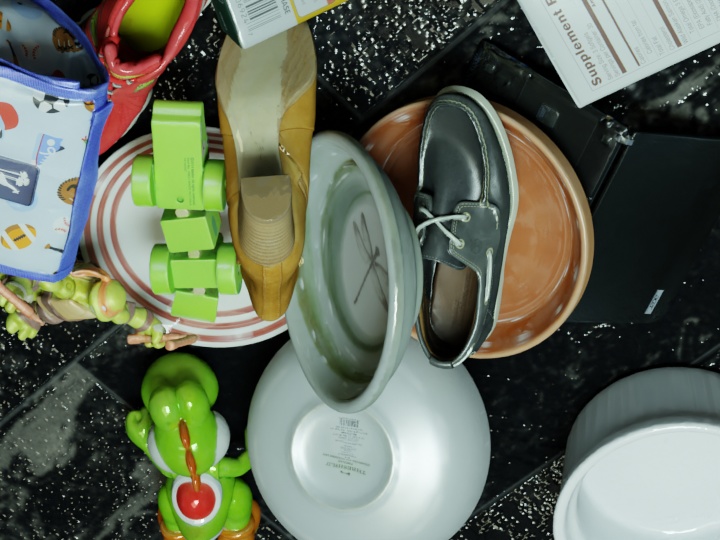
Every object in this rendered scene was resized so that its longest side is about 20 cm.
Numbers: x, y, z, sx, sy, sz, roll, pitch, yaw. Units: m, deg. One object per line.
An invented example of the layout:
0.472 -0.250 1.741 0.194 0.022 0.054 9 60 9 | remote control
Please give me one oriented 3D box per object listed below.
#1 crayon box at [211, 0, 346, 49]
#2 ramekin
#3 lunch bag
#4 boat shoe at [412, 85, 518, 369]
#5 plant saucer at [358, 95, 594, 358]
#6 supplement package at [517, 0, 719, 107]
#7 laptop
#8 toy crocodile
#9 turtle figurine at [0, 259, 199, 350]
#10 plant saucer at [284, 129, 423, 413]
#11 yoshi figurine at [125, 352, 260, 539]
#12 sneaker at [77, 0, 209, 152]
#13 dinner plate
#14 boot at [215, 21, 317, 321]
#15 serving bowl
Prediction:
-0.017 -0.247 1.230 0.199 0.052 0.126 -26 121 -10 | crayon box
0.253 0.173 1.486 0.199 0.098 0.201 3 124 4 | ramekin
-0.263 -0.106 1.291 0.200 0.124 0.171 34 129 20 | lunch bag
0.068 -0.029 1.318 0.071 0.068 0.201 10 113 23 | boat shoe
0.078 -0.033 1.370 0.199 0.032 0.201 11 116 25 | plant saucer
0.204 -0.218 1.222 0.199 0.117 0.118 -24 119 20 | supplement package
0.159 -0.061 1.394 0.199 0.103 0.178 33 123 14 | laptop
-0.125 -0.041 1.367 0.067 0.062 0.201 -1 127 6 | toy crocodile
-0.230 0.017 1.400 0.161 0.065 0.199 0 169 44 | turtle figurine
0.000 0.000 1.328 0.050 0.200 0.201 -4 127 -25 | plant saucer
-0.134 0.142 1.520 0.112 0.112 0.201 33 148 31 | yoshi figurine
-0.169 -0.153 1.308 0.077 0.085 0.200 29 121 -12 | sneaker
-0.117 -0.027 1.432 0.199 0.024 0.201 3 123 4 | dinner plate
-0.069 -0.078 1.333 0.070 0.202 0.144 1 152 -3 | boot
-0.003 0.135 1.433 0.199 0.066 0.201 3 98 20 | serving bowl
